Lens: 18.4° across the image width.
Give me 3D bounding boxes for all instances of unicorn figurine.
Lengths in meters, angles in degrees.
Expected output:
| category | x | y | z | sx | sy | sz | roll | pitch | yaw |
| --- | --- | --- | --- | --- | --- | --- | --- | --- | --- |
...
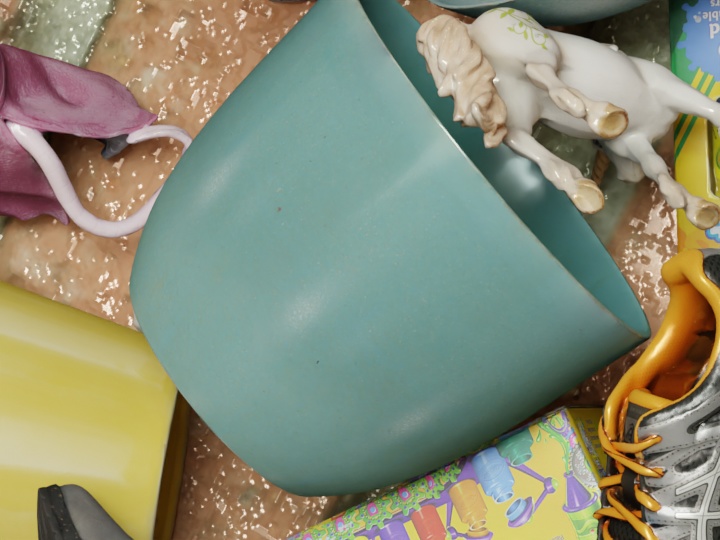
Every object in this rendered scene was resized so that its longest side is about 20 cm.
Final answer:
| category | x | y | z | sx | sy | sz | roll | pitch | yaw |
| --- | --- | --- | --- | --- | --- | --- | --- | --- | --- |
| unicorn figurine | 0.100 | -0.067 | 0.940 | 0.074 | 0.200 | 0.137 | -51 | 42 | 7 |

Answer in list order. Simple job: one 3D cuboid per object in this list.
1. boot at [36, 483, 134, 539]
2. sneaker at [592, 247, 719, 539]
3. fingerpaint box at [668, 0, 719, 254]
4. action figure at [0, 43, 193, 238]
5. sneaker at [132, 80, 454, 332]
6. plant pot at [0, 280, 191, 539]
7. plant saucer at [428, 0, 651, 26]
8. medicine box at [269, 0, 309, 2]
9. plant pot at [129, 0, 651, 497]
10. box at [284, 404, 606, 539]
| category | x | y | z | sx | sy | sz | roll | pitch | yaw |
| --- | --- | --- | --- | --- | --- | --- | --- | --- | --- |
| boot | -0.048 | 0.149 | 0.937 | 0.131 | 0.070 | 0.200 | -19 | 46 | -24 |
| sneaker | 0.126 | 0.082 | 0.890 | 0.077 | 0.078 | 0.201 | 23 | 85 | -27 |
| fingerpaint box | 0.242 | -0.063 | 0.995 | 0.199 | 0.073 | 0.168 | -2 | 86 | 17 |
| action figure | -0.195 | -0.081 | 1.056 | 0.149 | 0.200 | 0.134 | 35 | 85 | 29 |
| sneaker | -0.038 | -0.044 | 1.090 | 0.200 | 0.075 | 0.100 | -41 | 59 | 10 |
| plant pot | -0.182 | 0.086 | 1.062 | 0.188 | 0.201 | 0.202 | 8 | 89 | 0 |
| plant saucer | 0.124 | -0.155 | 0.992 | 0.200 | 0.201 | 0.039 | -24 | 111 | 14 |
| medicine box | -0.027 | -0.230 | 1.018 | 0.102 | 0.200 | 0.183 | -2 | 87 | 16 |
| plant pot | 0.000 | 0.000 | 0.949 | 0.161 | 0.200 | 0.201 | -40 | 77 | 12 |
| box | 0.055 | 0.189 | 1.011 | 0.199 | 0.122 | 0.193 | -26 | 80 | 13 |
